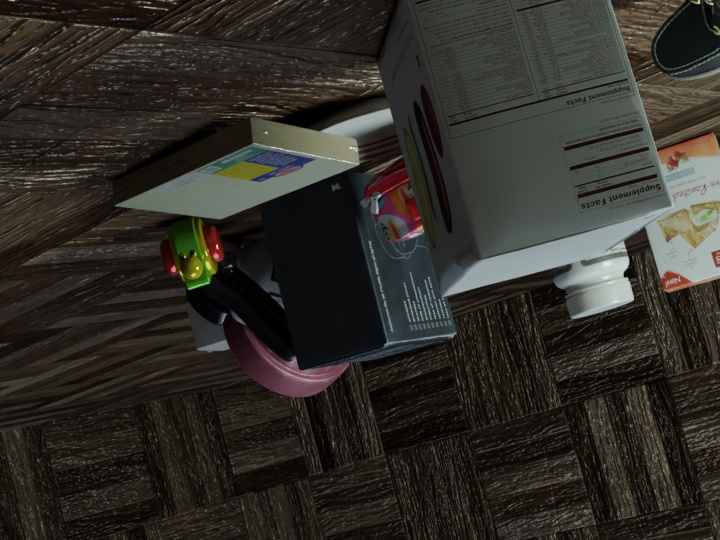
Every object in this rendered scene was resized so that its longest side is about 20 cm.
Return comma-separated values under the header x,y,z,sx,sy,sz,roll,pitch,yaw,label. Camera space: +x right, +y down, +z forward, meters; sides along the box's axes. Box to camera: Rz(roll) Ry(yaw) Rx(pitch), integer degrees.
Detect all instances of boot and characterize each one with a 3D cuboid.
x,y,z,sx,sy,sz,roll,pitch,yaw,label
0.277,-0.216,1.027,0.153,0.074,0.203,-5,161,-45,boot

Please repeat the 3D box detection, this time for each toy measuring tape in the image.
x,y,z,sx,sy,sz,roll,pitch,yaw,label
-0.190,-0.034,1.521,0.073,0.074,0.200,-15,-164,1,toy measuring tape

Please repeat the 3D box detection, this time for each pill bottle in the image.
x,y,z,sx,sy,sz,roll,pitch,yaw,label
0.319,-0.040,1.911,0.112,0.202,0.114,-15,173,-2,pill bottle
-0.093,0.026,1.718,0.198,0.114,0.112,17,160,-22,pill bottle

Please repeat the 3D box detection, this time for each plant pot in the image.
x,y,z,sx,sy,sz,roll,pitch,yaw,label
-0.072,0.052,1.905,0.199,0.201,0.179,-9,154,-42,plant pot

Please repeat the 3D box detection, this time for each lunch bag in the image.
x,y,z,sx,sy,sz,roll,pitch,yaw,label
0.101,-0.097,1.326,0.198,0.083,0.176,-27,-174,13,lunch bag

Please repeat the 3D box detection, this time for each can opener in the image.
x,y,z,sx,sy,sz,roll,pitch,yaw,label
-0.128,0.042,1.566,0.063,0.199,0.079,-29,140,-39,can opener

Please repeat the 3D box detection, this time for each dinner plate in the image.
x,y,z,sx,sy,sz,roll,pitch,yaw,label
0.009,-0.134,1.262,0.198,0.025,0.200,-15,172,-2,dinner plate

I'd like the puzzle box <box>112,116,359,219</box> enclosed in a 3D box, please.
x,y,z,sx,sy,sz,roll,pitch,yaw,label
-0.114,-0.089,1.210,0.199,0.026,0.132,-18,164,41,puzzle box

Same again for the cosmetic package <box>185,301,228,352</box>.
x,y,z,sx,sy,sz,roll,pitch,yaw,label
-0.163,0.062,2.118,0.198,0.086,0.108,-17,172,14,cosmetic package

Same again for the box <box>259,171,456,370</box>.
x,y,z,sx,sy,sz,roll,pitch,yaw,label
0.000,0.000,1.540,0.123,0.202,0.196,-17,172,24,box

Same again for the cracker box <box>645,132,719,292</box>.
x,y,z,sx,sy,sz,roll,pitch,yaw,label
0.480,-0.082,1.940,0.133,0.202,0.058,-18,172,17,cracker box

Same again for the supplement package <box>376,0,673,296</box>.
x,y,z,sx,sy,sz,roll,pitch,yaw,label
0.113,-0.105,0.998,0.145,0.202,0.191,-15,172,-7,supplement package
